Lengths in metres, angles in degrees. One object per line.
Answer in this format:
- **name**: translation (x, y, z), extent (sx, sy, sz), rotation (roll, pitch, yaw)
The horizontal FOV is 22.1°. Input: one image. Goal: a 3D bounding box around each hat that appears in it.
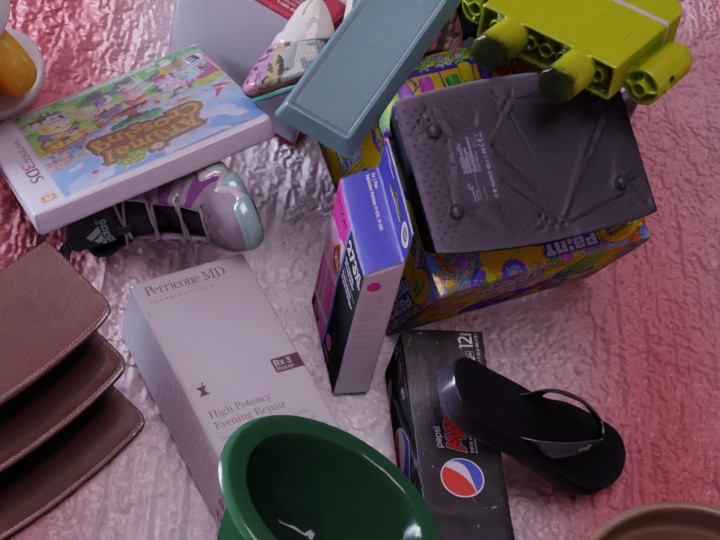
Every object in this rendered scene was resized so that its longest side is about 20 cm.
- **hat**: translation (-0.069, 0.215, 1.296), extent (0.200, 0.176, 0.166), rotation (26, 33, -14)

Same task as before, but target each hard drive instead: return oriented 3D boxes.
- **hard drive**: translation (0.123, -0.082, 1.425), extent (0.200, 0.042, 0.135), rotation (-11, 79, -25)

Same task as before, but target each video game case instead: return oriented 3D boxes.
- **video game case**: translation (-0.190, -0.110, 1.481), extent (0.200, 0.022, 0.182), rotation (-24, 33, -13)

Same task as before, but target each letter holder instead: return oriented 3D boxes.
- **letter holder**: translation (-0.260, 0.099, 1.330), extent (0.142, 0.101, 0.200), rotation (42, 55, 16)

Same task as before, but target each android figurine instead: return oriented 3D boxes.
- **android figurine**: translation (0.176, -0.194, 1.463), extent (0.182, 0.041, 0.200), rotation (28, 40, 20)

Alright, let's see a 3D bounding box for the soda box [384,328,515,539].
- **soda box**: translation (0.066, 0.142, 1.402), extent (0.071, 0.063, 0.200), rotation (2, 52, -12)

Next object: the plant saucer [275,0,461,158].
- **plant saucer**: translation (0.015, -0.180, 1.429), extent (0.070, 0.019, 0.200), rotation (30, 68, 10)

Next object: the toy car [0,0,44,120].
- **toy car**: translation (-0.363, -0.189, 1.497), extent (0.150, 0.175, 0.200), rotation (-44, 71, -10)

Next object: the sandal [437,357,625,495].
- **sandal**: translation (0.141, 0.118, 1.398), extent (0.200, 0.043, 0.076), rotation (24, 44, -41)

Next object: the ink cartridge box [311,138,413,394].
- **ink cartridge box**: translation (0.000, 0.000, 1.408), extent (0.037, 0.200, 0.095), rotation (-2, 52, -16)

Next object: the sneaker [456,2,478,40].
- **sneaker**: translation (0.083, -0.207, 1.588), extent (0.112, 0.200, 0.073), rotation (17, 70, 15)

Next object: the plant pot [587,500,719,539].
- **plant pot**: translation (0.232, 0.273, 1.323), extent (0.200, 0.093, 0.201), rotation (7, 52, -10)

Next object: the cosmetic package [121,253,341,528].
- **cosmetic package**: translation (-0.096, 0.091, 1.395), extent (0.101, 0.074, 0.200), rotation (-17, 60, -26)

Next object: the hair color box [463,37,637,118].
- **hair color box**: translation (0.158, -0.205, 1.698), extent (0.099, 0.061, 0.200), rotation (-30, 64, -31)

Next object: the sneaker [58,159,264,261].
- **sneaker**: translation (-0.175, -0.038, 1.457), extent (0.140, 0.078, 0.200), rotation (-32, 35, -23)

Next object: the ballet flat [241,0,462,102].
- **ballet flat**: translation (-0.009, -0.187, 1.474), extent (0.200, 0.069, 0.071), rotation (-15, 101, -24)

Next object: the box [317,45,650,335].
- **box**: translation (0.096, -0.074, 1.503), extent (0.200, 0.122, 0.193), rotation (-14, 79, -24)

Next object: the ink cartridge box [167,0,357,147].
- **ink cartridge box**: translation (-0.050, -0.243, 1.619), extent (0.145, 0.145, 0.200), rotation (32, 53, 14)
